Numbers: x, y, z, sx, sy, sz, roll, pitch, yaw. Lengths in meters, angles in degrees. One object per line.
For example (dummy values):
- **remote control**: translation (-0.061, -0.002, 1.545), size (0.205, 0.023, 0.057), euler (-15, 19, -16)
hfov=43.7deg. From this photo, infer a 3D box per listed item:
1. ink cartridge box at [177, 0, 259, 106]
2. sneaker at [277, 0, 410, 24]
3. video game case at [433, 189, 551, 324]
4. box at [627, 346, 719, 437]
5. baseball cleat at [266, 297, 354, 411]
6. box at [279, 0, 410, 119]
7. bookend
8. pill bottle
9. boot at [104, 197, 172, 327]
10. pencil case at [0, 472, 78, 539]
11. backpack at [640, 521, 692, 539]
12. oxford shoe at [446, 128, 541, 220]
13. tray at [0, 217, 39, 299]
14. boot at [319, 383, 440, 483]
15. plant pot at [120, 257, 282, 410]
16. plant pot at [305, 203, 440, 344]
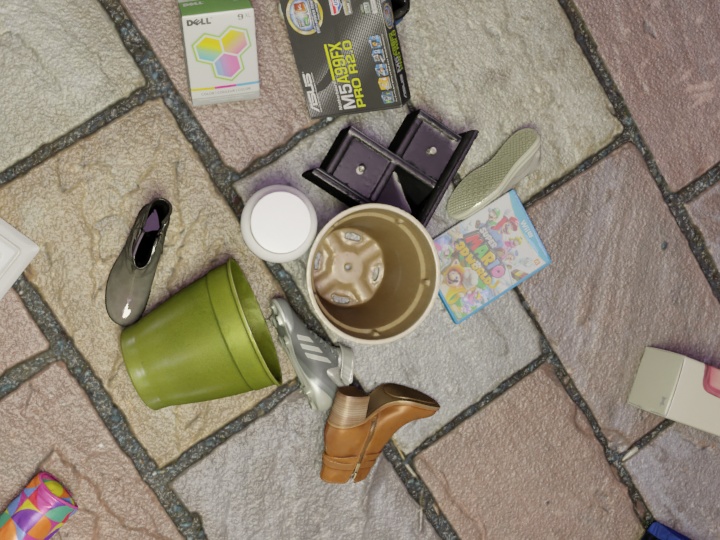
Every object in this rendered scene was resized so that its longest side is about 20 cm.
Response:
- **ink cartridge box**: translation (-0.206, -0.344, 1.303), size (0.103, 0.060, 0.201), euler (-10, 133, -13)
- **sneaker**: translation (-0.022, -0.408, 1.372), size (0.198, 0.111, 0.078), euler (3, 93, -14)
- **video game case**: translation (0.206, -0.023, 1.499), size (0.199, 0.018, 0.144), euler (-32, 99, -10)
- **box**: translation (0.589, 0.219, 1.551), size (0.199, 0.128, 0.110), euler (20, 88, -14)
- **baseball cleat**: translation (-0.073, 0.120, 1.421), size (0.106, 0.070, 0.201), euler (-26, 108, -18)
- **box**: translation (-0.023, -0.335, 1.340), size (0.159, 0.044, 0.202), euler (-2, 116, 25)
- **bookend**: translation (0.047, -0.181, 1.412), size (0.198, 0.092, 0.201), euler (32, 85, -13)
- **pill bottle**: translation (-0.120, -0.067, 1.318), size (0.111, 0.200, 0.113), euler (0, 91, -8)
- **boot**: translation (-0.327, -0.011, 1.310), size (0.067, 0.131, 0.202), euler (17, 89, -14)
- **pencil case**: translation (-0.506, 0.393, 1.318), size (0.088, 0.088, 0.200), euler (44, 85, -12)
- **backpack**: translation (0.537, 0.565, 1.542), size (0.162, 0.168, 0.201), euler (29, 90, -7)
- **oxford shoe**: translation (0.225, -0.148, 1.476), size (0.200, 0.075, 0.058), euler (-43, 138, -6)
- **tray**: translation (-0.572, 0.014, 1.308), size (0.107, 0.022, 0.201), euler (38, 84, -14)
- **boot**: translation (0.030, 0.268, 1.446), size (0.199, 0.077, 0.157), euler (3, 106, -36)
- **plant pot**: translation (-0.240, 0.110, 1.321), size (0.191, 0.200, 0.202), euler (-22, 98, 0)
- **plant pot**: translation (0.000, 0.000, 1.364), size (0.198, 0.183, 0.203), euler (-1, 94, -13)
